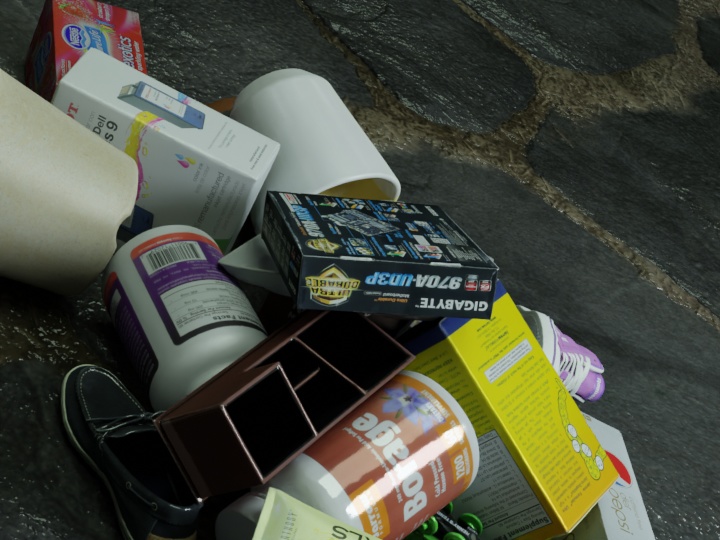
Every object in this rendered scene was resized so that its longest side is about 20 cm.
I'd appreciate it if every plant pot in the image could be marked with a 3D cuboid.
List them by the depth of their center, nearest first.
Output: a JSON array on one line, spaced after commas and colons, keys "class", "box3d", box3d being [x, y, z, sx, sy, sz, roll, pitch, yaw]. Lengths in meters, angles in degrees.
[{"class": "plant pot", "box3d": [-0.297, -0.073, 1.326, 0.183, 0.201, 0.201, 26, 28, -27]}]

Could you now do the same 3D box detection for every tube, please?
[{"class": "tube", "box3d": [0.016, 0.222, 1.113, 0.199, 0.052, 0.058, 22, 16, -4]}]

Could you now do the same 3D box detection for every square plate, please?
[{"class": "square plate", "box3d": [0.000, 0.000, 1.373, 0.199, 0.029, 0.198, 12, 17, 14]}]

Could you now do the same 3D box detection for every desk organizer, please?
[{"class": "desk organizer", "box3d": [-0.052, 0.090, 1.189, 0.200, 0.077, 0.072, -36, 102, -44]}]

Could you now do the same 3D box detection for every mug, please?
[{"class": "mug", "box3d": [-0.064, -0.105, 1.572, 0.149, 0.187, 0.153, -16, 68, -26]}]

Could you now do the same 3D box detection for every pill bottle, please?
[{"class": "pill bottle", "box3d": [-0.011, 0.169, 1.213, 0.112, 0.112, 0.200, 42, 52, 22]}, {"class": "pill bottle", "box3d": [-0.133, 0.065, 1.303, 0.111, 0.112, 0.200, 4, 38, -35]}]

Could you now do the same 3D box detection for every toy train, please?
[{"class": "toy train", "box3d": [0.118, 0.254, 1.276, 0.200, 0.056, 0.042, 35, 38, 12]}]

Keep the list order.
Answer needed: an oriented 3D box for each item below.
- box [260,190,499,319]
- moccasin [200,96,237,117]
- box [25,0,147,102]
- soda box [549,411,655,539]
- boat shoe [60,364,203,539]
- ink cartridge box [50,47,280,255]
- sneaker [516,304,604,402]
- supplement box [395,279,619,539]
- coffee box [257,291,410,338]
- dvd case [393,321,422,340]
[{"class": "box", "box3d": [0.011, -0.015, 1.294, 0.158, 0.046, 0.200, 4, 16, -14]}, {"class": "moccasin", "box3d": [-0.165, -0.133, 1.614, 0.077, 0.074, 0.202, -3, 27, 9]}, {"class": "box", "box3d": [-0.276, -0.188, 1.583, 0.099, 0.096, 0.200, 14, 33, -22]}, {"class": "soda box", "box3d": [0.207, 0.216, 1.389, 0.064, 0.068, 0.200, 27, 29, -22]}, {"class": "boat shoe", "box3d": [-0.173, 0.137, 1.211, 0.074, 0.062, 0.200, 1, 38, -35]}, {"class": "ink cartridge box", "box3d": [-0.197, -0.090, 1.450, 0.200, 0.146, 0.088, 28, 31, -2]}, {"class": "sneaker", "box3d": [0.196, 0.092, 1.533, 0.114, 0.073, 0.200, 33, 11, -4]}, {"class": "supplement box", "box3d": [0.107, 0.129, 1.325, 0.109, 0.109, 0.200, -32, 91, -51]}, {"class": "coffee box", "box3d": [0.009, 0.040, 1.487, 0.113, 0.080, 0.200, 42, 33, 21]}, {"class": "dvd case", "box3d": [0.065, 0.123, 1.388, 0.143, 0.018, 0.200, 55, 38, -7]}]
